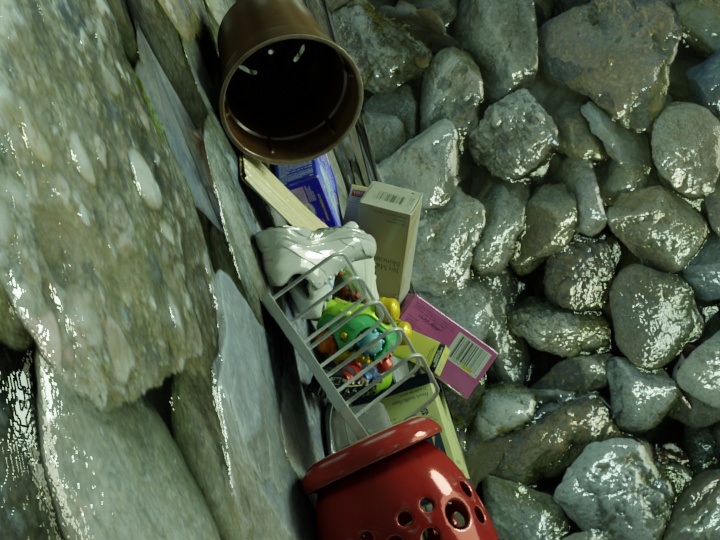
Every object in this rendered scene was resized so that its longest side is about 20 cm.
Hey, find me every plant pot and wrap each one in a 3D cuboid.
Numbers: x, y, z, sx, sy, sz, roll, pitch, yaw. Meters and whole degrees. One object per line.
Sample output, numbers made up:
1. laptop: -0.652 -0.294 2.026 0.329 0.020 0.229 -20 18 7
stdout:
1. plant pot: 0.036 0.280 1.274 0.183 0.200 0.200 64 5 10
2. plant pot: -0.114 -0.287 1.575 0.199 0.199 0.201 -111 177 -49

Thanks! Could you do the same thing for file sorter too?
1. file sorter: -0.008 0.099 1.395 0.200 0.124 0.139 52 -5 34

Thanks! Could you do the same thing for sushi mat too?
1. sushi mat: -0.104 -0.093 1.579 0.200 0.012 0.096 45 21 -32

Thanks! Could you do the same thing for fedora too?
1. fedora: 0.016 0.260 1.553 0.200 0.090 0.178 -97 167 -58

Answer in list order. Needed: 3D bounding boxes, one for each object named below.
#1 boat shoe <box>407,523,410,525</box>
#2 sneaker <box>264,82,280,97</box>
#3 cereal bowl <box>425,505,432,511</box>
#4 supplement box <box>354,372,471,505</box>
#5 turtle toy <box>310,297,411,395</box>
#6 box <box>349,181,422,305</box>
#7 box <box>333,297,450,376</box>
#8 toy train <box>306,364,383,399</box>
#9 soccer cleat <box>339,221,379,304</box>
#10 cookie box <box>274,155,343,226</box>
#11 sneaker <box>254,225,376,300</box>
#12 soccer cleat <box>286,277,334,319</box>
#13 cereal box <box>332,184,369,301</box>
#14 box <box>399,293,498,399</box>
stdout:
1. boat shoe: 0.048 0.381 1.568 0.200 0.073 0.063 -91 163 -74
2. sneaker: -0.137 -0.268 1.774 0.200 0.074 0.082 -87 153 -70
3. cereal bowl: 0.168 0.430 2.357 0.200 0.083 0.201 -19 90 -82
4. supplement box: 0.092 0.296 1.881 0.200 0.134 0.201 46 26 -75
5. turtle toy: 0.001 0.116 1.689 0.200 0.145 0.102 61 34 -54
6. box: 0.042 -0.039 1.872 0.078 0.094 0.201 -59 159 -53
7. box: 0.044 0.107 1.792 0.050 0.199 0.075 -65 168 -5
8. toy train: -0.018 0.154 1.563 0.200 0.034 0.046 11 100 -66
9. soccer cleat: 0.000 0.000 1.806 0.069 0.078 0.200 33 -16 35
10. cookie box: -0.086 -0.143 1.836 0.201 0.075 0.172 -99 171 -48
11. sneaker: -0.060 -0.010 1.522 0.199 0.078 0.100 -2 88 -39
12. soccer cleat: -0.071 0.012 1.644 0.200 0.069 0.087 -68 148 -71
13. cereal box: -0.013 -0.048 1.942 0.144 0.039 0.201 -17 121 -82
14. box: 0.127 0.128 1.946 0.176 0.097 0.200 36 -4 -4
